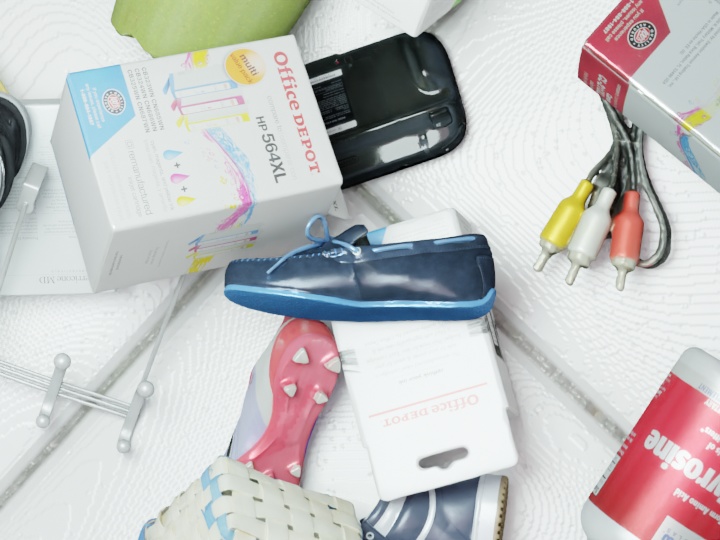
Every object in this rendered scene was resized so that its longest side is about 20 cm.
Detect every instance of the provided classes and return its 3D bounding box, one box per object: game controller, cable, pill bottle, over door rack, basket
[{"bbox_3d":[-0.019,-0.116,1.651,0.199,0.042,0.105,-18,69,9],"label":"game controller"},{"bbox_3d":[0.200,-0.081,1.594,0.097,0.050,0.201,14,89,14],"label":"cable"},{"bbox_3d":[0.233,0.166,1.541,0.112,0.112,0.200,33,93,11],"label":"pill bottle"},{"bbox_3d":[-0.217,0.036,1.616,0.147,0.067,0.201,19,109,-7],"label":"over door rack"},{"bbox_3d":[-0.090,0.249,1.569,0.176,0.139,0.200,23,113,-24],"label":"basket"}]

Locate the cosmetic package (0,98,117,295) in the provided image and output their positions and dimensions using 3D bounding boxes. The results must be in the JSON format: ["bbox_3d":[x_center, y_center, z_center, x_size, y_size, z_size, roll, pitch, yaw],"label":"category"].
[{"bbox_3d":[-0.291,-0.057,1.654,0.199,0.052,0.151,-1,100,1],"label":"cosmetic package"}]

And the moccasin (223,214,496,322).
[{"bbox_3d":[0.000,0.000,1.554,0.199,0.080,0.068,3,77,-1],"label":"moccasin"}]

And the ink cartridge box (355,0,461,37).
[{"bbox_3d":[0.072,-0.284,1.549,0.067,0.117,0.200,35,133,12],"label":"ink cartridge box"}]

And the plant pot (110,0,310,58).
[{"bbox_3d":[-0.099,-0.247,1.607,0.200,0.200,0.190,30,103,11],"label":"plant pot"}]

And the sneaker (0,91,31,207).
[{"bbox_3d":[-0.306,-0.034,1.576,0.075,0.114,0.201,19,102,-3],"label":"sneaker"}]

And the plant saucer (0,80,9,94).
[{"bbox_3d":[-0.402,-0.151,1.716,0.200,0.048,0.200,-35,80,7],"label":"plant saucer"}]

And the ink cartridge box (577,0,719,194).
[{"bbox_3d":[0.281,-0.143,1.553,0.200,0.083,0.146,41,81,10],"label":"ink cartridge box"}]

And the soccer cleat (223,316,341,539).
[{"bbox_3d":[-0.073,0.125,1.634,0.066,0.077,0.201,18,108,-22],"label":"soccer cleat"}]

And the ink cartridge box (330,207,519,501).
[{"bbox_3d":[0.048,0.067,1.598,0.115,0.067,0.201,-16,78,9],"label":"ink cartridge box"}]

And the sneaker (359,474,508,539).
[{"bbox_3d":[0.045,0.247,1.592,0.108,0.070,0.201,9,81,6],"label":"sneaker"}]

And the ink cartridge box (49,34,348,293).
[{"bbox_3d":[-0.111,-0.081,1.548,0.199,0.125,0.129,-13,72,-18],"label":"ink cartridge box"}]
